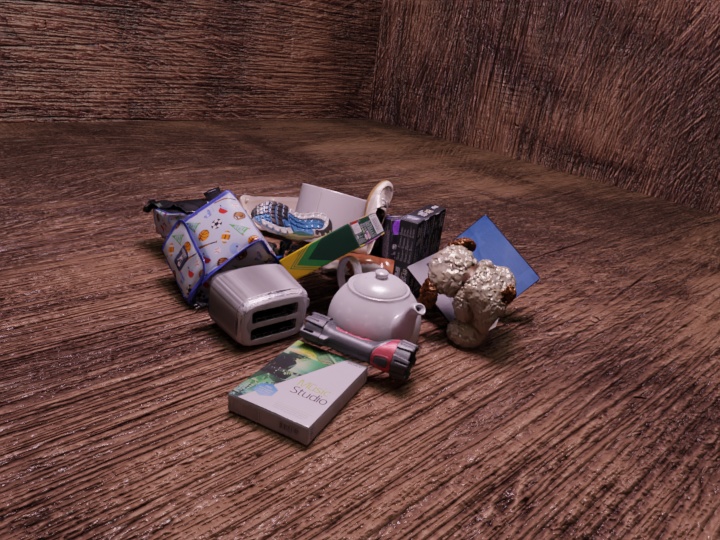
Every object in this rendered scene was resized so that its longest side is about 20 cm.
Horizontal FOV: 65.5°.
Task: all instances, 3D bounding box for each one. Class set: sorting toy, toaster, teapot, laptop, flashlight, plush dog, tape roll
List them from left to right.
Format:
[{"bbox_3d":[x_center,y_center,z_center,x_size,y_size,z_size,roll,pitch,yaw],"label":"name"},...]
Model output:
[{"bbox_3d":[-0.196,0.064,1.059,0.200,0.114,0.129,-10,31,-39],"label":"toaster"},{"bbox_3d":[-0.213,-0.160,1.610,0.200,0.107,0.180,4,8,22],"label":"sorting toy"},{"bbox_3d":[-0.072,-0.132,1.451,0.202,0.139,0.203,15,6,-2],"label":"tape roll"},{"bbox_3d":[-0.001,0.127,0.978,0.200,0.068,0.068,20,68,18],"label":"flashlight"},{"bbox_3d":[0.029,0.065,1.083,0.200,0.146,0.197,10,23,9],"label":"teapot"},{"bbox_3d":[0.210,0.026,1.101,0.172,0.160,0.200,34,72,10],"label":"plush dog"},{"bbox_3d":[0.240,0.007,1.200,0.200,0.116,0.187,-23,70,-42],"label":"laptop"}]

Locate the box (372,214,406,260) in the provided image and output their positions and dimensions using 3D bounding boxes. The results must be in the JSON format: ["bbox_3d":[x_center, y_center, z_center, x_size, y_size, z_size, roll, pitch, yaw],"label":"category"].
[{"bbox_3d":[0.105,-0.087,1.461,0.122,0.106,0.200,3,10,-12],"label":"box"}]

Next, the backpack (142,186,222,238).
[{"bbox_3d":[-0.391,-0.111,1.347,0.200,0.154,0.190,-17,15,-31],"label":"backpack"}]

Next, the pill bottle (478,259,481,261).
[{"bbox_3d":[0.281,-0.005,1.361,0.116,0.117,0.200,7,22,-1],"label":"pill bottle"}]

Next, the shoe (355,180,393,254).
[{"bbox_3d":[0.038,-0.128,1.378,0.053,0.200,0.070,20,-10,40],"label":"shoe"}]

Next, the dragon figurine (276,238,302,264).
[{"bbox_3d":[-0.205,-0.009,1.242,0.059,0.100,0.200,22,27,31],"label":"dragon figurine"}]

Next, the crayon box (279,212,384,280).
[{"bbox_3d":[-0.056,-0.054,1.204,0.172,0.058,0.200,-25,4,20],"label":"crayon box"}]

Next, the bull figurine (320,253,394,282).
[{"bbox_3d":[0.000,0.000,1.330,0.200,0.065,0.121,3,29,3],"label":"bull figurine"}]

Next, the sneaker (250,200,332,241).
[{"bbox_3d":[-0.166,-0.098,1.275,0.200,0.075,0.087,12,-26,-38],"label":"sneaker"}]

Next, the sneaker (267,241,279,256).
[{"bbox_3d":[-0.261,-0.030,1.303,0.114,0.076,0.199,10,17,26],"label":"sneaker"}]

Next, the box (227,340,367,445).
[{"bbox_3d":[-0.094,0.187,0.900,0.144,0.036,0.200,17,23,21],"label":"box"}]

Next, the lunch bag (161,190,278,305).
[{"bbox_3d":[-0.306,-0.042,1.173,0.200,0.124,0.170,-34,59,-3],"label":"lunch bag"}]

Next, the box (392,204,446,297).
[{"bbox_3d":[0.132,-0.038,1.284,0.043,0.200,0.160,19,26,25],"label":"box"}]
